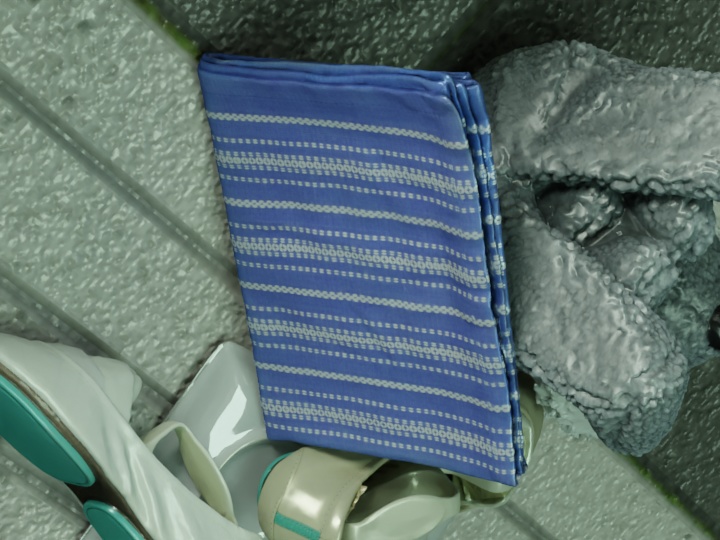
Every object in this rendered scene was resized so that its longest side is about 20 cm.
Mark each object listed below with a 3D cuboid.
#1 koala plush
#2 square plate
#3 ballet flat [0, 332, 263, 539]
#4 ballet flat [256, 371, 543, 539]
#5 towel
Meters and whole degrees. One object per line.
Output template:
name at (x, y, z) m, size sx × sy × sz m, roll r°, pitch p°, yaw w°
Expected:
koala plush at (0.123, -0.007, 1.073) m, size 0.178 × 0.183 × 0.200 m, roll -63°, pitch 151°, yaw -5°
square plate at (-0.054, 0.155, 1.116) m, size 0.200 × 0.028 × 0.199 m, roll 31°, pitch 98°, yaw -41°
ballet flat at (-0.113, 0.083, 1.009) m, size 0.069 × 0.069 × 0.200 m, roll -40°, pitch 117°, yaw -6°
ballet flat at (0.038, 0.102, 1.092) m, size 0.199 × 0.069 × 0.070 m, roll -19°, pitch 126°, yaw -39°
towel at (0.000, 0.000, 0.979) m, size 0.024 × 0.144 × 0.201 m, roll -40°, pitch 129°, yaw -48°
